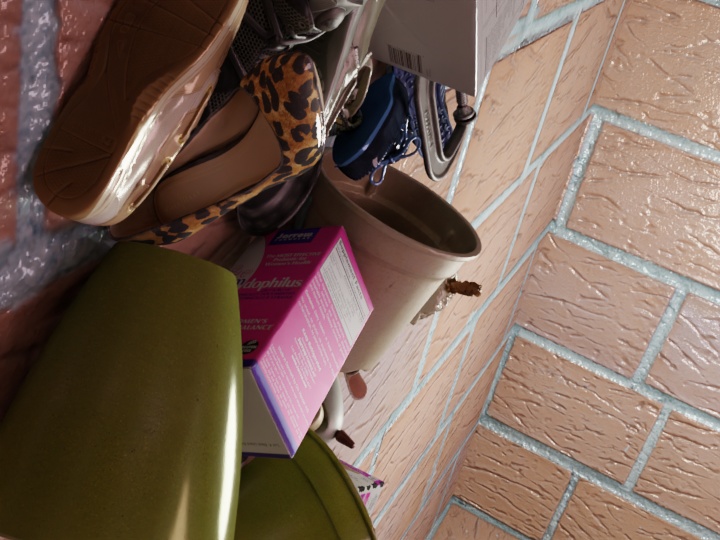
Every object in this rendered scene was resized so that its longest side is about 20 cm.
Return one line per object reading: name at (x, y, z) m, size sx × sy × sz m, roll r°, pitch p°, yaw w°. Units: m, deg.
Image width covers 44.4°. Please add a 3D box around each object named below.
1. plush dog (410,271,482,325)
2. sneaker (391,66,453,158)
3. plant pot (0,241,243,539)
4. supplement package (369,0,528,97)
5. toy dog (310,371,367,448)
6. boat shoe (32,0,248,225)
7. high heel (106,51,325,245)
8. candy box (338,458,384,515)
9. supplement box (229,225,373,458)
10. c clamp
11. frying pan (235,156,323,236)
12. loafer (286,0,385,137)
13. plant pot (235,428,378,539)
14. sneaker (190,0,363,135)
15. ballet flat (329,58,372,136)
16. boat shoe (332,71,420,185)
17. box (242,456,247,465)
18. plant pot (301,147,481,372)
plush dog at (0.080, -0.010, 1.194) m, size 0.172 × 0.158 × 0.203 m, roll -83°, pitch 176°, yaw -70°
sneaker at (0.065, -0.226, 1.020) m, size 0.069 × 0.078 × 0.201 m, roll -16°, pitch 135°, yaw -5°
plant pot at (-0.159, 0.089, 0.630) m, size 0.187 × 0.185 × 0.203 m, roll 50°, pitch 52°, yaw -71°
supplement package at (0.084, -0.305, 0.820) m, size 0.201 × 0.150 × 0.151 m, roll -60°, pitch 162°, yaw -17°
toy dog at (-0.025, 0.158, 1.172) m, size 0.132 × 0.095 × 0.202 m, roll 48°, pitch 62°, yaw -73°
boat shoe at (-0.134, -0.118, 0.573) m, size 0.201 × 0.073 × 0.069 m, roll -56°, pitch 165°, yaw -4°
high heel at (-0.101, -0.073, 0.594) m, size 0.142 × 0.072 × 0.200 m, roll -30°, pitch 176°, yaw -23°
candy box at (-0.056, 0.294, 1.219) m, size 0.062 × 0.135 × 0.200 m, roll -66°, pitch 163°, yaw -3°
supplement box at (-0.077, 0.058, 0.793) m, size 0.201 × 0.100 × 0.104 m, roll -59°, pitch 137°, yaw -48°
c clamp at (0.100, -0.204, 0.953) m, size 0.202 × 0.027 × 0.172 m, roll 80°, pitch 31°, yaw -44°
frying pan at (-0.080, -0.105, 0.782) m, size 0.115 × 0.031 × 0.191 m, roll -47°, pitch 154°, yaw -21°
loafer at (-0.024, -0.162, 0.689) m, size 0.069 × 0.075 × 0.201 m, roll -8°, pitch 133°, yaw -52°
plant pot at (-0.107, 0.307, 0.982) m, size 0.191 × 0.201 × 0.202 m, roll -25°, pitch 144°, yaw -25°
sneaker at (-0.068, -0.164, 0.629) m, size 0.076 × 0.113 × 0.201 m, roll -37°, pitch 150°, yaw -54°
ballet flat at (-0.022, -0.196, 0.780) m, size 0.075 × 0.074 × 0.201 m, roll -57°, pitch 164°, yaw -26°
boat shoe at (0.029, -0.142, 0.900) m, size 0.069 × 0.084 × 0.201 m, roll 53°, pitch 33°, yaw -20°
box at (-0.157, 0.154, 0.885) m, size 0.083 × 0.049 × 0.201 m, roll -57°, pitch 160°, yaw -25°
plant pot at (0.000, 0.000, 0.955) m, size 0.185 × 0.200 × 0.200 m, roll -59°, pitch 166°, yaw 22°
